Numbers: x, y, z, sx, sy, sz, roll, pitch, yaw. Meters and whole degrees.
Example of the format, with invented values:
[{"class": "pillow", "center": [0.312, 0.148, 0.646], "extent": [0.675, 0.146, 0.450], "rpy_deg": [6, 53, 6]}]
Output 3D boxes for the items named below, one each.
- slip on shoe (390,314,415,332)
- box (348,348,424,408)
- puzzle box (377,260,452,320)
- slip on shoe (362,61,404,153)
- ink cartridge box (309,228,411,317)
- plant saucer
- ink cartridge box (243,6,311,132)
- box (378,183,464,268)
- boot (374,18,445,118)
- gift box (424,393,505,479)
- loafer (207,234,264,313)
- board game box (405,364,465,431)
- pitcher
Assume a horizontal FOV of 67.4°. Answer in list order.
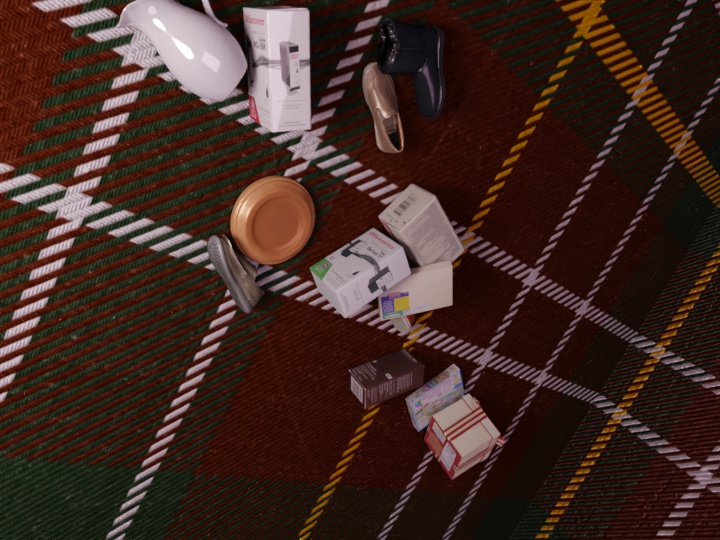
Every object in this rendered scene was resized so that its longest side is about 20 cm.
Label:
[{"class": "slip on shoe", "center": [0.098, 0.080, 1.452], "extent": [0.061, 0.073, 0.202], "rpy_deg": [-52, 133, -32]}, {"class": "box", "center": [0.073, 0.300, 1.519], "extent": [0.196, 0.100, 0.077], "rpy_deg": [-15, 121, -27]}, {"class": "puzzle box", "center": [0.137, 0.052, 1.369], "extent": [0.195, 0.026, 0.135], "rpy_deg": [-12, 130, -4]}, {"class": "slip on shoe", "center": [0.056, -0.356, 1.199], "extent": [0.075, 0.060, 0.203], "rpy_deg": [-24, 124, -21]}, {"class": "ink cartridge box", "center": [0.000, 0.000, 1.290], "extent": [0.198, 0.146, 0.084], "rpy_deg": [-32, 126, -16]}, {"class": "plant saucer", "center": [-0.185, -0.104, 1.184], "extent": [0.197, 0.037, 0.204], "rpy_deg": [-15, 120, -26]}, {"class": "ink cartridge box", "center": [-0.154, -0.374, 0.997], "extent": [0.081, 0.147, 0.204], "rpy_deg": [-12, 118, -25]}, {"class": "box", "center": [0.156, -0.094, 1.368], "extent": [0.128, 0.109, 0.201], "rpy_deg": [-43, 129, -6]}, {"class": "boot", "center": [0.105, -0.432, 1.174], "extent": [0.166, 0.076, 0.205], "rpy_deg": [-15, 115, -36]}, {"class": "gift box", "center": [0.336, 0.524, 1.724], "extent": [0.184, 0.186, 0.202], "rpy_deg": [-21, 147, -26]}, {"class": "loafer", "center": [-0.266, -0.001, 1.169], "extent": [0.069, 0.075, 0.203], "rpy_deg": [-38, 134, -25]}, {"class": "board game box", "center": [0.243, 0.407, 1.728], "extent": [0.198, 0.034, 0.136], "rpy_deg": [-30, 127, -17]}, {"class": "pitcher", "center": [-0.282, -0.410, 0.925], "extent": [0.199, 0.120, 0.174], "rpy_deg": [37, 76, -29]}]
